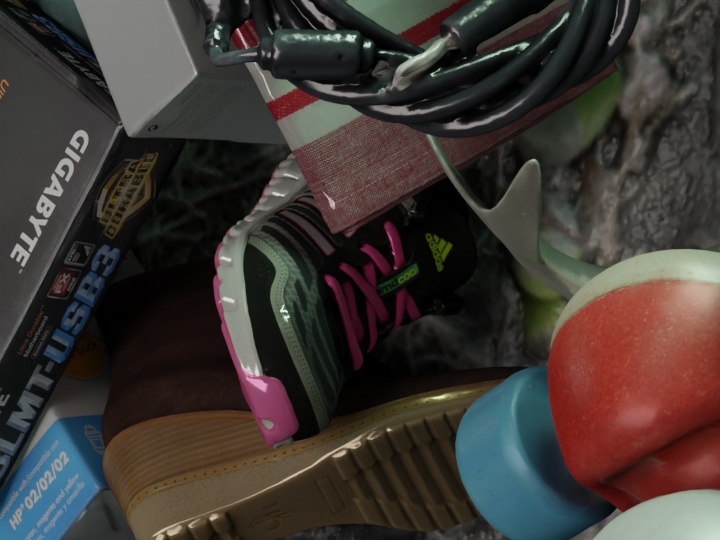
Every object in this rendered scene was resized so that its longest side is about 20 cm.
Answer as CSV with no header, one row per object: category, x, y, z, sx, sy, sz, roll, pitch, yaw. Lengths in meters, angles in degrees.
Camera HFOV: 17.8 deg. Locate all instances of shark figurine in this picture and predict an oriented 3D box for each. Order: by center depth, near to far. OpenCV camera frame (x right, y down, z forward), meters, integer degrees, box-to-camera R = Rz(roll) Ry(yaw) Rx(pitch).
shark figurine,0.135,-0.013,0.842,0.090,0.213,0.129,-101,4,-60

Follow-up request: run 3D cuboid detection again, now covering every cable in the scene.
cable,0.030,-0.145,0.836,0.162,0.051,0.201,6,62,12

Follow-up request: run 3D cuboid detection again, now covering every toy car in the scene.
toy car,0.130,0.109,0.751,0.184,0.177,0.201,-36,29,43

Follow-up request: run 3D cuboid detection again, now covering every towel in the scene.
towel,-0.001,-0.132,0.894,0.201,0.144,0.023,62,154,-4

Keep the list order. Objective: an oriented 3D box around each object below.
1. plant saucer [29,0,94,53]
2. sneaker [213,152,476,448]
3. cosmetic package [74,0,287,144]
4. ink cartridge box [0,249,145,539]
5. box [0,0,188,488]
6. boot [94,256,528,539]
plant saucer,-0.156,-0.135,1.069,0.200,0.036,0.201,47,147,45
sneaker,0.000,0.000,0.915,0.087,0.200,0.074,-10,113,15
cosmetic package,-0.063,-0.150,0.978,0.052,0.150,0.201,-37,67,35
ink cartridge box,-0.142,0.042,1.063,0.068,0.115,0.200,-51,59,27
box,-0.191,-0.028,1.006,0.198,0.050,0.200,41,109,34
boot,-0.016,0.038,0.975,0.199,0.073,0.167,-15,42,0
